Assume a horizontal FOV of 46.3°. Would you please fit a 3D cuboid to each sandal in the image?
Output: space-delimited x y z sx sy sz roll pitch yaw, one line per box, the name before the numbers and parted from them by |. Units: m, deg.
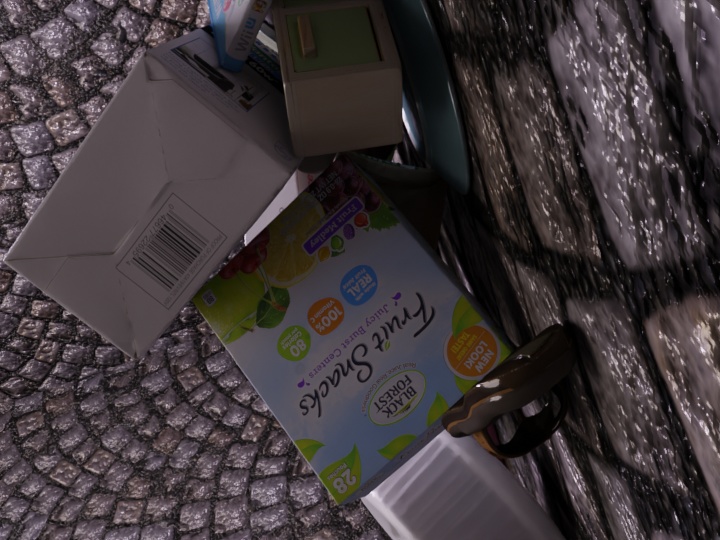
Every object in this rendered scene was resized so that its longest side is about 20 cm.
sandal | 0.098 0.079 0.503 0.055 0.082 0.200 49 169 11

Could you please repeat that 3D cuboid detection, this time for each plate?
plate | 0.039 -0.149 0.636 0.200 0.025 0.201 162 90 -90

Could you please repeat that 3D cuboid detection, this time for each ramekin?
ramekin | 0.087 0.227 0.754 0.201 0.098 0.201 46 167 14

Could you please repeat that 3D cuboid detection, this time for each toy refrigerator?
toy refrigerator | -0.024 -0.176 0.595 0.070 0.076 0.201 86 175 -51

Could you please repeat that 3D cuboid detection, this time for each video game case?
video game case | -0.060 -0.257 0.579 0.200 0.018 0.143 -58 33 33

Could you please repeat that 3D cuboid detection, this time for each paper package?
paper package | 0.000 0.000 0.796 0.200 0.103 0.192 152 128 -83

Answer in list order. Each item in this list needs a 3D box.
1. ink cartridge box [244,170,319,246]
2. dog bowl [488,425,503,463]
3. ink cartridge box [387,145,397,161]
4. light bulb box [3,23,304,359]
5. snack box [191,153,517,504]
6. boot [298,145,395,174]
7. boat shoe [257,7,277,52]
ink cartridge box | -0.044 -0.079 0.991 0.200 0.085 0.148 21 -123 -50
dog bowl | 0.135 0.199 1.158 0.200 0.073 0.201 -18 -90 -89
ink cartridge box | -0.012 -0.203 1.165 0.104 0.059 0.200 110 152 -42
light bulb box | -0.135 -0.073 0.656 0.125 0.198 0.200 40 -157 -9
snack box | -0.005 0.043 0.639 0.200 0.169 0.068 50 -171 18
boot | -0.008 -0.141 0.910 0.200 0.064 0.187 78 -144 -68
boat shoe | -0.040 -0.200 0.699 0.201 0.061 0.072 39 -172 38
